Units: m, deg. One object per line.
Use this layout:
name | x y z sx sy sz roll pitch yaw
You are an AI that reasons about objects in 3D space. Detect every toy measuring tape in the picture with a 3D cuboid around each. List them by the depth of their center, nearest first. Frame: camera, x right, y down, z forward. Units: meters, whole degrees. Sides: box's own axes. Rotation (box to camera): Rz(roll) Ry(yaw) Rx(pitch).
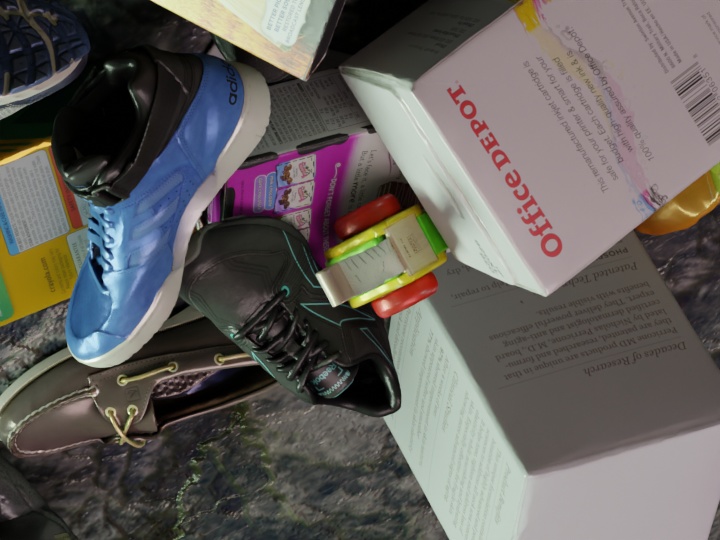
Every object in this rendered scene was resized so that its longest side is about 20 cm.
toy measuring tape | 0.000 0.000 1.736 0.074 0.074 0.200 -48 173 24

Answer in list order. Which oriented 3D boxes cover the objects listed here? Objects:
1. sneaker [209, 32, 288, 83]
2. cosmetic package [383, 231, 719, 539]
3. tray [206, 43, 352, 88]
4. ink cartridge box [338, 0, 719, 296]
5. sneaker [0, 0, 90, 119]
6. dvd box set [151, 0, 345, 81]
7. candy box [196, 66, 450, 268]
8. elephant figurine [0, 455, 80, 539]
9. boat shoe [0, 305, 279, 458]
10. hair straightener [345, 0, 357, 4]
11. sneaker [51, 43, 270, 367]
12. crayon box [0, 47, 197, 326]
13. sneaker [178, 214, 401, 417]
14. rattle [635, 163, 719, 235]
sneaker | -0.064 -0.171 1.638 0.073 0.082 0.201 5 137 7
cosmetic package | 0.130 0.093 2.009 0.165 0.201 0.168 -15 143 -19
tray | -0.031 -0.087 1.829 0.199 0.022 0.108 11 129 -42
ink cartridge box | 0.118 -0.109 1.699 0.200 0.145 0.148 -36 106 -10
sneaker | -0.243 -0.093 1.643 0.199 0.077 0.085 -18 154 -4
dvd box set | -0.090 -0.200 1.524 0.029 0.199 0.147 -56 173 -47
candy box | -0.003 -0.060 1.810 0.199 0.061 0.137 -15 142 -18
elephant figurine | -0.287 0.216 1.954 0.200 0.155 0.142 -36 -171 26
boat shoe | -0.139 0.077 1.921 0.199 0.060 0.072 -21 144 -12
hair straightener | -0.002 -0.224 1.639 0.041 0.077 0.201 -33 146 -28
sneaker | -0.141 -0.039 1.672 0.111 0.077 0.200 13 119 -42
crayon box | -0.203 -0.035 1.736 0.199 0.052 0.126 -23 137 -10
sneaker | -0.037 0.029 1.777 0.075 0.079 0.200 -41 142 18
rattle | 0.293 -0.091 2.015 0.200 0.130 0.143 -40 165 -33
